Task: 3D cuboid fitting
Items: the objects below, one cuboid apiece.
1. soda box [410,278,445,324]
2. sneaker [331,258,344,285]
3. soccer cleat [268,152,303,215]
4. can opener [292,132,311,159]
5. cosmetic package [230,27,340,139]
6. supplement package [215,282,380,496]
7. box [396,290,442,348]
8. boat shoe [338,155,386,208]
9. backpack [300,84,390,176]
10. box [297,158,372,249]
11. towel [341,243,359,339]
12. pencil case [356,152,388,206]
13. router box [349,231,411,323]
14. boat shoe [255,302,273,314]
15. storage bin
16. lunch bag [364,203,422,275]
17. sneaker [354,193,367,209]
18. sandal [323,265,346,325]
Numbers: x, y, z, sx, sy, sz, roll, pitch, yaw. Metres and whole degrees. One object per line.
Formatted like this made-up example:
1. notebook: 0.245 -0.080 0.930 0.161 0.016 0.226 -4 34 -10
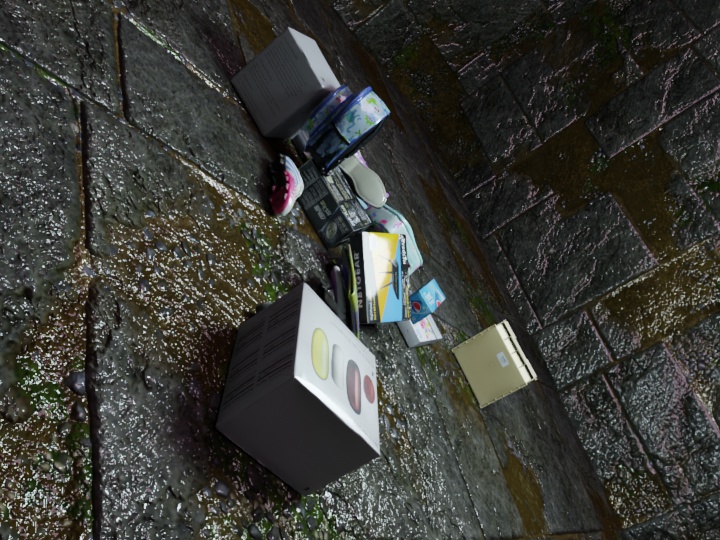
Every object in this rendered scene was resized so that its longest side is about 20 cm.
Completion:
1. soda box: 0.176 0.082 1.593 0.069 0.064 0.200 57 21 3
2. sneaker: 0.000 0.000 1.384 0.199 0.080 0.075 17 44 -61
3. soccer cleat: -0.156 -0.183 1.289 0.086 0.069 0.203 36 29 -36
4. can opener: -0.137 -0.341 1.563 0.203 0.066 0.053 62 20 7
5. cosmetic package: -0.177 -0.455 1.443 0.170 0.198 0.166 59 20 2
6. supplement package: -0.082 0.172 0.855 0.192 0.146 0.202 47 22 -27
7. box: 0.148 0.131 1.607 0.199 0.041 0.158 7 53 -64
8. boat shoe: 0.001 -0.235 1.524 0.203 0.072 0.061 51 -9 19
9. backpack: -0.038 -0.352 1.379 0.148 0.198 0.184 51 22 -11
10. box: -0.073 -0.169 1.444 0.203 0.085 0.164 58 20 0
11. towel: -0.021 0.066 1.179 0.203 0.022 0.146 89 -6 -47
12. pencil case: 0.004 -0.297 1.811 0.202 0.085 0.084 58 22 -3
13. router box: 0.048 0.018 1.340 0.147 0.050 0.206 -1 85 -43
14. boat shoe: -0.106 0.088 1.024 0.199 0.071 0.072 18 48 -58
15. storage bin: 0.414 0.286 1.788 0.093 0.197 0.203 3 57 -61
16. lunch bag: 0.089 -0.082 1.568 0.160 0.077 0.202 34 -20 45
17. sneaker: -0.029 -0.178 1.605 0.200 0.074 0.082 46 5 -38
18. sandal: -0.056 0.075 1.184 0.083 0.048 0.206 95 -10 -51
